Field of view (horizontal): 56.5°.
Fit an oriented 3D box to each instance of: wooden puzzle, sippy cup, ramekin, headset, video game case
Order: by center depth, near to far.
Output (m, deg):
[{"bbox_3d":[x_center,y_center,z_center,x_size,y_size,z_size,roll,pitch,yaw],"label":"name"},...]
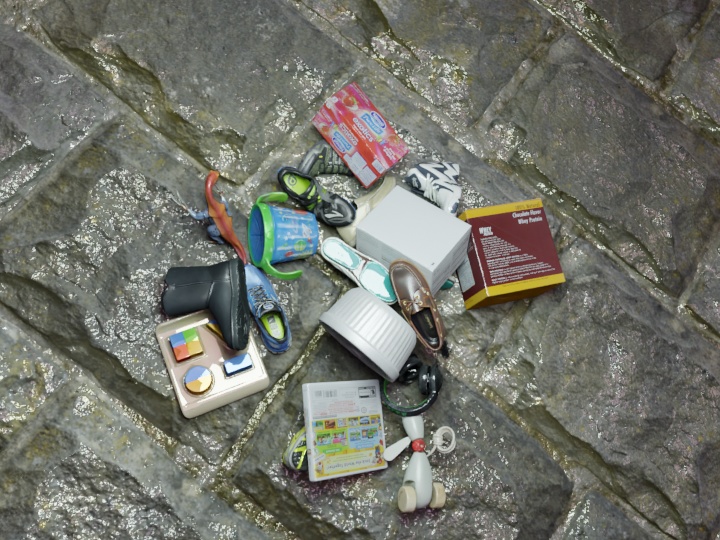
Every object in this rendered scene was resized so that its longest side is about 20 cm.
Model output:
[{"bbox_3d":[-0.029,0.316,1.348,0.199,0.023,0.184,6,73,-44],"label":"video game case"},{"bbox_3d":[-0.301,0.174,1.368,0.184,0.046,0.201,-19,79,-18],"label":"wooden puzzle"},{"bbox_3d":[0.021,0.124,1.370,0.200,0.200,0.105,39,80,0],"label":"ramekin"},{"bbox_3d":[0.127,0.226,1.434,0.123,0.094,0.200,26,64,31],"label":"headset"},{"bbox_3d":[-0.162,-0.076,1.439,0.129,0.139,0.180,-2,99,-24],"label":"sippy cup"}]

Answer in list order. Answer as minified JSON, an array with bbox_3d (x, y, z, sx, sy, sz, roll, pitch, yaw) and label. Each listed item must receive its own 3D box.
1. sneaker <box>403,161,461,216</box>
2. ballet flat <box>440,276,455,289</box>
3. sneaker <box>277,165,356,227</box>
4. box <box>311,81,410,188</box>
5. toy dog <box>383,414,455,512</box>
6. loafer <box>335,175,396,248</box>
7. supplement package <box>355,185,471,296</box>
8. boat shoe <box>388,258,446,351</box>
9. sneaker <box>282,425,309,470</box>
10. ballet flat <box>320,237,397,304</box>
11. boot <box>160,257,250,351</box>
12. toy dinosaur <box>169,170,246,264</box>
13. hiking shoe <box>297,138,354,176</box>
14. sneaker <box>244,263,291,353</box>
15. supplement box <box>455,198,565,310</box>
[{"bbox_3d":[0.162,-0.188,1.549,0.128,0.080,0.200,6,47,0],"label":"sneaker"},{"bbox_3d":[0.116,0.006,1.512,0.198,0.069,0.070,-1,74,-10],"label":"ballet flat"},{"bbox_3d":[-0.100,-0.157,1.460,0.199,0.083,0.071,34,98,-3],"label":"sneaker"},{"bbox_3d":[0.000,-0.300,1.490,0.200,0.100,0.095,50,55,-2],"label":"box"},{"bbox_3d":[0.111,0.406,1.383,0.131,0.096,0.201,26,56,-14],"label":"toy dog"},{"bbox_3d":[0.013,-0.145,1.523,0.068,0.076,0.201,35,70,-7],"label":"loafer"},{"bbox_3d":[0.113,-0.062,1.459,0.199,0.111,0.156,32,59,21],"label":"supplement package"},{"bbox_3d":[0.118,0.071,1.362,0.070,0.070,0.201,-28,104,17],"label":"boat shoe"},{"bbox_3d":[-0.086,0.323,1.361,0.200,0.076,0.076,-36,101,-40],"label":"sneaker"},{"bbox_3d":[0.000,0.000,1.440,0.199,0.069,0.070,36,69,1],"label":"ballet flat"},{"bbox_3d":[-0.313,0.076,1.349,0.167,0.076,0.202,-11,68,8],"label":"boot"},{"bbox_3d":[-0.285,-0.123,1.388,0.199,0.182,0.105,38,69,-1],"label":"toy dinosaur"},{"bbox_3d":[-0.058,-0.253,1.538,0.200,0.076,0.101,-41,83,-22],"label":"hiking shoe"},{"bbox_3d":[-0.196,0.072,1.401,0.078,0.089,0.201,-26,80,-20],"label":"sneaker"},{"bbox_3d":[0.327,-0.037,1.535,0.195,0.133,0.202,-10,77,-16],"label":"supplement box"}]
